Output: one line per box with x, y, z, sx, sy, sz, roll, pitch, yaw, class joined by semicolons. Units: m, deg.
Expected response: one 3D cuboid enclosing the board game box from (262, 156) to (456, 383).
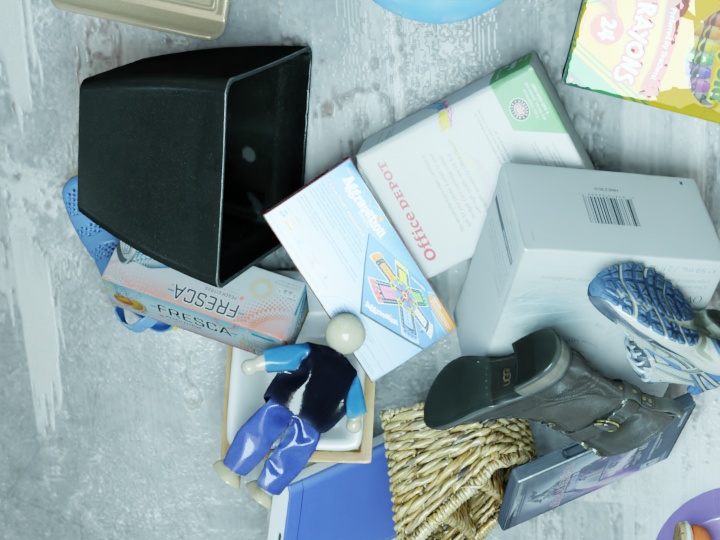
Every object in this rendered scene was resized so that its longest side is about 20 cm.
0.000;0.000;1.476;0.103;0.019;0.201;-32;101;2;board game box

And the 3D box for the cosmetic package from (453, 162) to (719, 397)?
0.212;0.019;1.438;0.197;0.124;0.201;4;134;-12;cosmetic package

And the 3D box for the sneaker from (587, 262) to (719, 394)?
0.267;0.065;1.356;0.199;0.077;0.085;29;129;-30;sneaker

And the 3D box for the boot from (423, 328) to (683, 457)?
0.176;0.134;1.399;0.174;0.070;0.199;32;142;-32;boot

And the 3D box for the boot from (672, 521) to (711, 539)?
0.380;0.334;1.545;0.106;0.075;0.201;-15;115;11;boot

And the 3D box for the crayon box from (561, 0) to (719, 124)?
0.303;-0.219;1.435;0.198;0.051;0.128;14;111;4;crayon box

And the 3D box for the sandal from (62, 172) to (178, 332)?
-0.249;-0.014;1.584;0.079;0.087;0.201;-29;101;23;sandal

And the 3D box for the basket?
0.112;0.218;1.524;0.141;0.200;0.150;-11;70;11;basket

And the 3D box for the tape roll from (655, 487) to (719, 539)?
0.411;0.334;1.608;0.198;0.066;0.202;3;110;9;tape roll

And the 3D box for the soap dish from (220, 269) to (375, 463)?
-0.059;0.101;1.553;0.156;0.081;0.202;0;73;8;soap dish

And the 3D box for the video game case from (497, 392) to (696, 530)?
0.236;0.195;1.519;0.199;0.143;0.019;-22;64;-13;video game case

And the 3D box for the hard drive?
-0.021;0.253;1.588;0.025;0.199;0.133;23;116;35;hard drive

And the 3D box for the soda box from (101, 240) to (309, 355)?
-0.153;0.024;1.504;0.198;0.069;0.064;18;155;9;soda box

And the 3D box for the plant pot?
-0.170;-0.121;1.483;0.176;0.199;0.202;13;111;18;plant pot

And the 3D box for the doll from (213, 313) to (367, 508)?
-0.062;0.127;1.457;0.136;0.048;0.201;35;94;-16;doll

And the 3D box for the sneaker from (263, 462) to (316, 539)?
-0.068;0.273;1.608;0.077;0.100;0.201;3;142;5;sneaker

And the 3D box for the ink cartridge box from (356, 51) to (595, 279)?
0.116;-0.103;1.489;0.199;0.088;0.146;-27;103;16;ink cartridge box

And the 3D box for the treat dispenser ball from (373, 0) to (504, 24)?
0.072;-0.325;1.355;0.199;0.201;0.203;3;110;8;treat dispenser ball

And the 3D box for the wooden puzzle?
-0.208;-0.344;1.489;0.183;0.037;0.202;12;107;5;wooden puzzle
